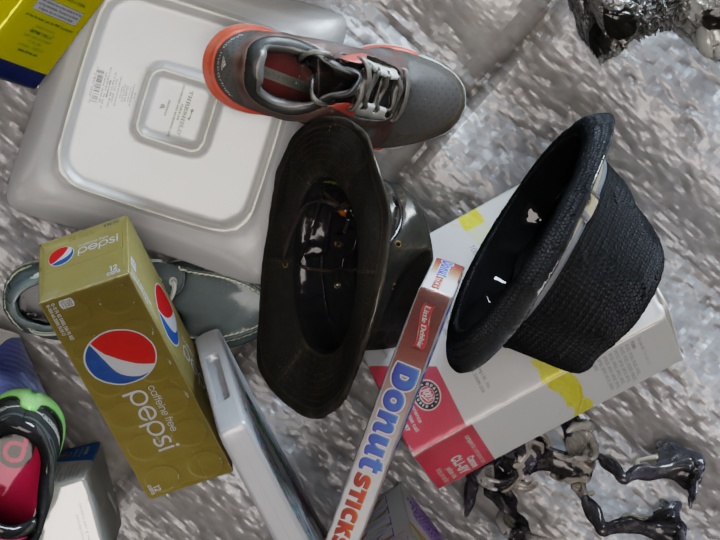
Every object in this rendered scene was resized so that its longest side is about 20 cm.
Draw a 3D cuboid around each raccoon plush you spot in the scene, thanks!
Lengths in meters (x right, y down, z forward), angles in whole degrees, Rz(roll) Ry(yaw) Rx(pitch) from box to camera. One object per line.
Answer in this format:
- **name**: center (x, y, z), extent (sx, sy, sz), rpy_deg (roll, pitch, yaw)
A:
- **raccoon plush**: center (0.205, -0.235, 1.615), extent (0.133, 0.097, 0.201), rpy_deg (-19, 99, -6)

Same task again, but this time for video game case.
- **video game case**: center (-0.054, 0.155, 1.607), extent (0.024, 0.182, 0.201), rpy_deg (-26, 110, 0)

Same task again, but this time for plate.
- **plate**: center (-0.128, -0.111, 1.641), extent (0.199, 0.032, 0.201), rpy_deg (17, 91, -3)

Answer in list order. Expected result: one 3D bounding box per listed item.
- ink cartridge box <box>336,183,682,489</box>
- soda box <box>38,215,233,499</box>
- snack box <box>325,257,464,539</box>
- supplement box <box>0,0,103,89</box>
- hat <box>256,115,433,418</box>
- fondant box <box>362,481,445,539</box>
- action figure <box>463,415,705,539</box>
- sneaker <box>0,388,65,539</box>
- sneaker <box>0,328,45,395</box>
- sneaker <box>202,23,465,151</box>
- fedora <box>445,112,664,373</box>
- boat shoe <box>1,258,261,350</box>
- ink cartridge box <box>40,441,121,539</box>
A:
- **ink cartridge box**: center (0.103, 0.036, 1.626), extent (0.199, 0.083, 0.146), rpy_deg (-28, 61, 4)
- **soda box**: center (-0.153, 0.063, 1.620), extent (0.067, 0.064, 0.201), rpy_deg (-18, 130, 7)
- **snack box**: center (0.020, 0.093, 1.530), extent (0.024, 0.072, 0.201), rpy_deg (21, 108, 4)
- **supplement box**: center (-0.217, -0.238, 1.578), extent (0.109, 0.109, 0.200), rpy_deg (40, 97, 13)
- **hat**: center (0.000, 0.000, 1.575), extent (0.080, 0.200, 0.202), rpy_deg (6, 101, -29)
- **fondant box**: center (0.053, 0.240, 1.632), extent (0.058, 0.200, 0.145), rpy_deg (-36, 98, 2)
- **action figure**: center (0.142, 0.149, 1.670), extent (0.199, 0.102, 0.120), rpy_deg (12, 111, -5)
- **sneaker**: center (-0.246, 0.178, 1.556), extent (0.076, 0.084, 0.202), rpy_deg (10, 96, -1)
- **sneaker**: center (-0.330, 0.106, 1.664), extent (0.198, 0.115, 0.081), rpy_deg (-15, 73, -29)
- **sneaker**: center (-0.007, -0.120, 1.605), extent (0.199, 0.082, 0.078), rpy_deg (5, 95, -28)
- **fedora**: center (0.137, -0.001, 1.519), extent (0.091, 0.201, 0.201), rpy_deg (33, 97, -9)
- **boat shoe**: center (-0.155, 0.027, 1.661), extent (0.198, 0.062, 0.073), rpy_deg (4, 96, -3)
- **ink cartridge box**: center (-0.276, 0.187, 1.658), extent (0.199, 0.116, 0.068), rpy_deg (-14, 99, 1)
